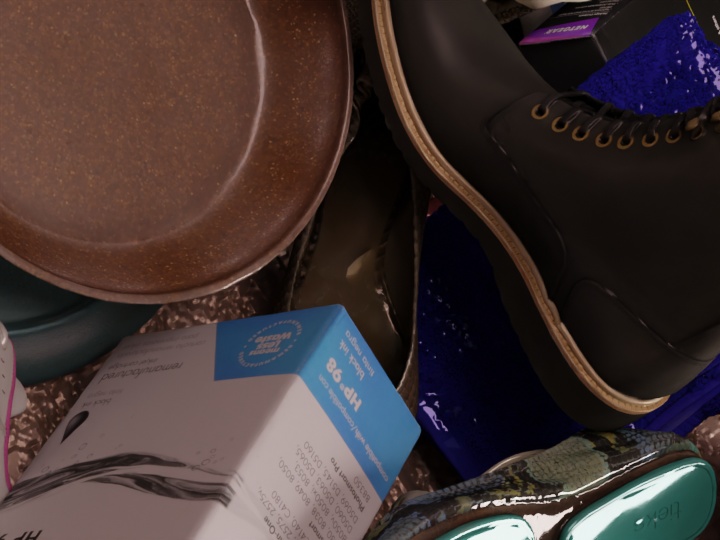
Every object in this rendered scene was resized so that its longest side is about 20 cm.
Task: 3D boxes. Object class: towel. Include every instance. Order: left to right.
[{"bbox_3d":[0.104,0.009,0.845,0.200,0.050,0.148,-40,93,10],"label":"towel"}]

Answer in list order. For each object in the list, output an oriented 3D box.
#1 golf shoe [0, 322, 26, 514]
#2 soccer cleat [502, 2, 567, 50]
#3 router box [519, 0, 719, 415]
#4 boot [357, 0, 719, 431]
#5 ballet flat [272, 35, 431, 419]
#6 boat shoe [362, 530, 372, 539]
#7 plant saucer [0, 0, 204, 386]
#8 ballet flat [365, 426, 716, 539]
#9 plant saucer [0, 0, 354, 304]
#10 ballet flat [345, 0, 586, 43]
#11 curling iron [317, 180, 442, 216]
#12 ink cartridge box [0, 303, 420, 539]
[{"bbox_3d":[-0.169,0.021,0.728,0.091,0.075,0.202,-15,107,-43],"label":"golf shoe"},{"bbox_3d":[0.095,-0.137,0.962,0.086,0.070,0.201,32,58,-14],"label":"soccer cleat"},{"bbox_3d":[0.171,-0.056,0.938,0.149,0.051,0.201,-40,113,-34],"label":"router box"},{"bbox_3d":[0.094,-0.056,0.758,0.077,0.138,0.201,-28,84,-45],"label":"boot"},{"bbox_3d":[0.000,0.000,0.819,0.067,0.046,0.202,10,89,-1],"label":"ballet flat"},{"bbox_3d":[0.004,0.139,0.799,0.200,0.060,0.073,-11,81,-32],"label":"boat shoe"},{"bbox_3d":[-0.144,-0.053,0.780,0.199,0.027,0.202,0,90,-22],"label":"plant saucer"},{"bbox_3d":[0.050,0.103,0.762,0.199,0.074,0.075,-11,75,-42],"label":"ballet flat"},{"bbox_3d":[-0.094,-0.085,0.760,0.199,0.037,0.202,6,79,-33],"label":"plant saucer"},{"bbox_3d":[0.065,-0.134,0.877,0.076,0.199,0.068,-93,159,-50],"label":"ballet flat"},{"bbox_3d":[0.046,-0.021,0.903,0.199,0.049,0.026,9,81,-29],"label":"curling iron"},{"bbox_3d":[-0.075,0.105,0.707,0.067,0.115,0.200,59,42,-26],"label":"ink cartridge box"}]
